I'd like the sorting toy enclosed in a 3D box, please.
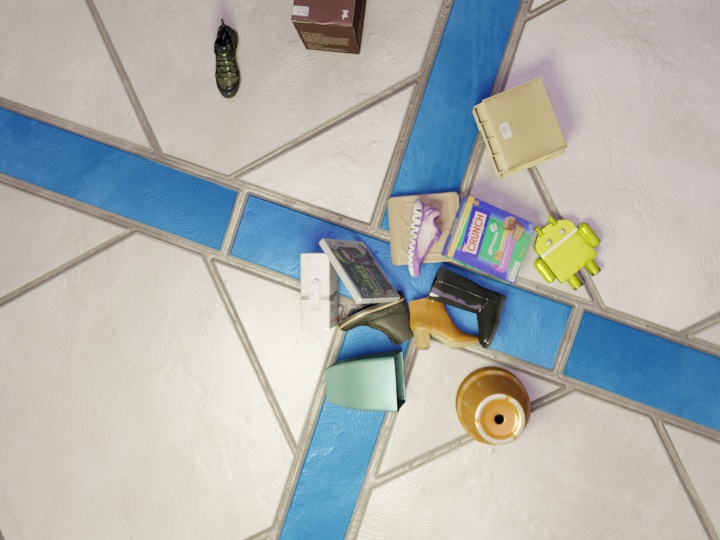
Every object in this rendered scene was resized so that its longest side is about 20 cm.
[{"bbox_3d":[0.177,-0.115,1.674,0.196,0.036,0.189,-4,89,10],"label":"sorting toy"}]

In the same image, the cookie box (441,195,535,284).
[{"bbox_3d":[0.337,-0.080,1.611,0.197,0.075,0.174,22,88,-7],"label":"cookie box"}]

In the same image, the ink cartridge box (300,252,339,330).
[{"bbox_3d":[-0.108,0.055,1.642,0.081,0.146,0.204,0,90,9],"label":"ink cartridge box"}]

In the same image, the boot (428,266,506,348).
[{"bbox_3d":[0.273,0.098,1.620,0.197,0.066,0.167,24,62,-2],"label":"boot"}]

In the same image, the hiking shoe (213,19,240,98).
[{"bbox_3d":[-0.383,-0.589,1.700,0.074,0.101,0.204,-3,89,6],"label":"hiking shoe"}]

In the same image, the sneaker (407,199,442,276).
[{"bbox_3d":[0.172,-0.083,1.621,0.087,0.080,0.204,7,90,2],"label":"sneaker"}]

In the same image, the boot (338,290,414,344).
[{"bbox_3d":[0.050,0.160,1.665,0.197,0.077,0.140,-24,92,6],"label":"boot"}]

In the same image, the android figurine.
[{"bbox_3d":[0.548,-0.053,1.630,0.181,0.041,0.201,-37,88,5],"label":"android figurine"}]

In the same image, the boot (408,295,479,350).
[{"bbox_3d":[0.232,0.137,1.650,0.197,0.071,0.147,-1,71,-11],"label":"boot"}]

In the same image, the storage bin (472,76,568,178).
[{"bbox_3d":[0.421,-0.375,1.620,0.196,0.094,0.203,-20,88,6],"label":"storage bin"}]

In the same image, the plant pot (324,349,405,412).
[{"bbox_3d":[0.011,0.297,1.636,0.196,0.141,0.144,-3,89,13],"label":"plant pot"}]

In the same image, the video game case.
[{"bbox_3d":[0.000,0.000,1.592,0.023,0.181,0.201,-45,64,27],"label":"video game case"}]

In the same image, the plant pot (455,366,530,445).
[{"bbox_3d":[0.349,0.363,1.574,0.196,0.183,0.204,0,89,6],"label":"plant pot"}]

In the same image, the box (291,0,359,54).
[{"bbox_3d":[-0.078,-0.698,1.620,0.163,0.200,0.167,8,90,5],"label":"box"}]
